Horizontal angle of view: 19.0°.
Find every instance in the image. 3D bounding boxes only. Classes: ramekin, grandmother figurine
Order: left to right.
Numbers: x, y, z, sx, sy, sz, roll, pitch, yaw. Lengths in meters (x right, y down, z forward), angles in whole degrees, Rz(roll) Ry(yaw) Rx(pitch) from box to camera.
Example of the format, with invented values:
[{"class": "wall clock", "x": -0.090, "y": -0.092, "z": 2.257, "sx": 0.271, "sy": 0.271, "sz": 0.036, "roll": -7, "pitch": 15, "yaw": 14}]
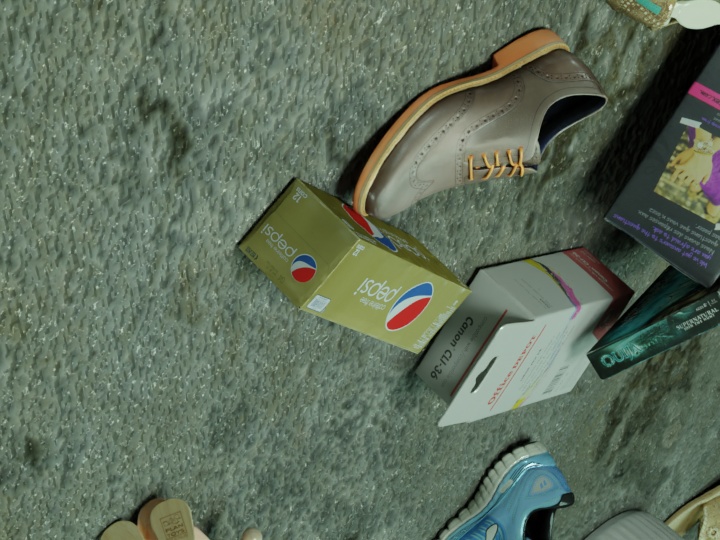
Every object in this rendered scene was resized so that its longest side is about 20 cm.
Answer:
[{"class": "grandmother figurine", "x": -0.131, "y": 0.228, "z": 1.654, "sx": 0.121, "sy": 0.061, "sz": 0.200, "roll": -16, "pitch": 156, "yaw": 2}, {"class": "ramekin", "x": 0.295, "y": 0.365, "z": 2.444, "sx": 0.200, "sy": 0.105, "sz": 0.200, "roll": -34, "pitch": 152, "yaw": -21}]

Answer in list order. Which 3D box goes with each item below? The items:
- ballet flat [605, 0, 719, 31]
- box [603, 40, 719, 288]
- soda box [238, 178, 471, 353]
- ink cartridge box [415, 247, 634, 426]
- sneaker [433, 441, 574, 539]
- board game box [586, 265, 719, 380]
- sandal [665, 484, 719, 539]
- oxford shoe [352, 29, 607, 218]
[{"class": "ballet flat", "x": 0.253, "y": -0.202, "z": 1.575, "sx": 0.200, "sy": 0.065, "sz": 0.071, "roll": -16, "pitch": 143, "yaw": -46}, {"class": "box", "x": 0.297, "y": -0.105, "z": 1.703, "sx": 0.200, "sy": 0.106, "sz": 0.122, "roll": -58, "pitch": 173, "yaw": 26}, {"class": "soda box", "x": 0.000, "y": 0.000, "z": 1.491, "sx": 0.064, "sy": 0.068, "sz": 0.200, "roll": -49, "pitch": 154, "yaw": 8}, {"class": "ink cartridge box", "x": 0.125, "y": 0.053, "z": 1.763, "sx": 0.200, "sy": 0.067, "sz": 0.117, "roll": -11, "pitch": 138, "yaw": -53}, {"class": "sneaker", "x": 0.134, "y": 0.261, "z": 2.058, "sx": 0.078, "sy": 0.090, "sz": 0.200, "roll": -9, "pitch": 137, "yaw": -52}, {"class": "board game box", "x": 0.281, "y": 0.016, "z": 1.788, "sx": 0.135, "sy": 0.028, "sz": 0.200, "roll": -29, "pitch": -174, "yaw": 35}, {"class": "sandal", "x": 0.431, "y": 0.305, "z": 2.600, "sx": 0.212, "sy": 0.070, "sz": 0.078, "roll": -39, "pitch": 154, "yaw": -13}, {"class": "oxford shoe", "x": 0.082, "y": -0.090, "z": 1.474, "sx": 0.200, "sy": 0.073, "sz": 0.071, "roll": -37, "pitch": 153, "yaw": -18}]
